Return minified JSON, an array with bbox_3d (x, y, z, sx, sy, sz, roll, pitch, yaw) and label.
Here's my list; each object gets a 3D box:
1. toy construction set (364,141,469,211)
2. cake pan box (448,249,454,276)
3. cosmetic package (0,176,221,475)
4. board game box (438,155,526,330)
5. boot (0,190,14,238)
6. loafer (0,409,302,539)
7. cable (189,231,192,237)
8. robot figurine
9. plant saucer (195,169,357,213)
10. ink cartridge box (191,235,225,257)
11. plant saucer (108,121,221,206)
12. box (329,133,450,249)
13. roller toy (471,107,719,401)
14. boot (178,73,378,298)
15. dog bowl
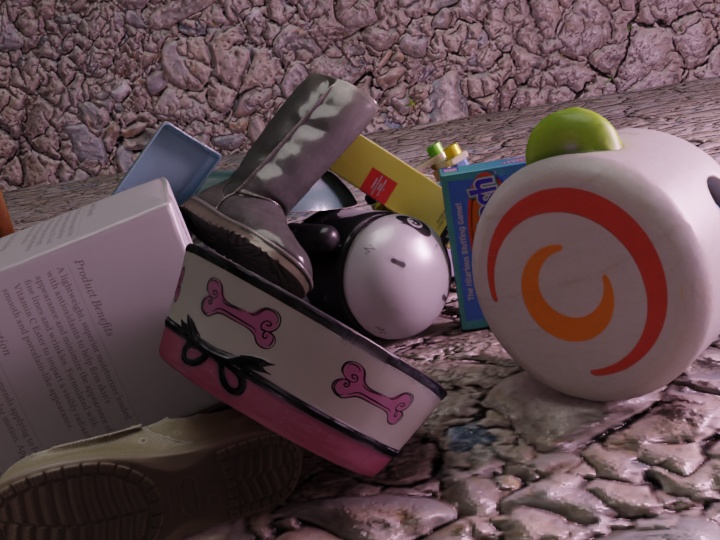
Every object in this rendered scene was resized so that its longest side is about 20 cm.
[{"bbox_3d":[0.075,-0.100,1.002,0.130,0.093,0.200,-30,-4,11],"label":"toy construction set"},{"bbox_3d":[0.068,-0.030,1.026,0.183,0.053,0.199,-10,12,-40],"label":"cake pan box"},{"bbox_3d":[-0.222,0.041,0.702,0.198,0.167,0.165,-22,18,-10],"label":"cosmetic package"},{"bbox_3d":[0.182,-0.034,0.797,0.197,0.154,0.045,-9,15,6],"label":"board game box"},{"bbox_3d":[-0.368,0.004,0.931,0.068,0.203,0.187,-19,17,-34],"label":"boot"},{"bbox_3d":[-0.138,0.137,0.542,0.197,0.077,0.068,-6,11,-22],"label":"loafer"},{"bbox_3d":[-0.281,0.010,1.056,0.163,0.051,0.200,-38,-5,-27],"label":"cable"},{"bbox_3d":[0.002,-0.001,0.847,0.149,0.126,0.199,-20,17,-34],"label":"robot figurine"},{"bbox_3d":[-0.102,-0.088,0.906,0.197,0.036,0.200,-1,9,0],"label":"plant saucer"},{"bbox_3d":[-0.167,0.012,0.908,0.144,0.084,0.200,-34,13,7],"label":"ink cartridge box"},{"bbox_3d":[-0.215,-0.047,0.793,0.070,0.201,0.019,29,14,-41],"label":"plant saucer"},{"bbox_3d":[0.023,-0.097,0.880,0.199,0.050,0.075,35,5,8],"label":"box"},{"bbox_3d":[0.189,-0.007,0.634,0.182,0.202,0.139,39,40,23],"label":"roller toy"},{"bbox_3d":[-0.051,-0.086,0.776,0.181,0.073,0.200,34,64,31],"label":"boot"},{"bbox_3d":[-0.045,0.063,0.560,0.198,0.074,0.200,29,-7,4],"label":"dog bowl"}]
